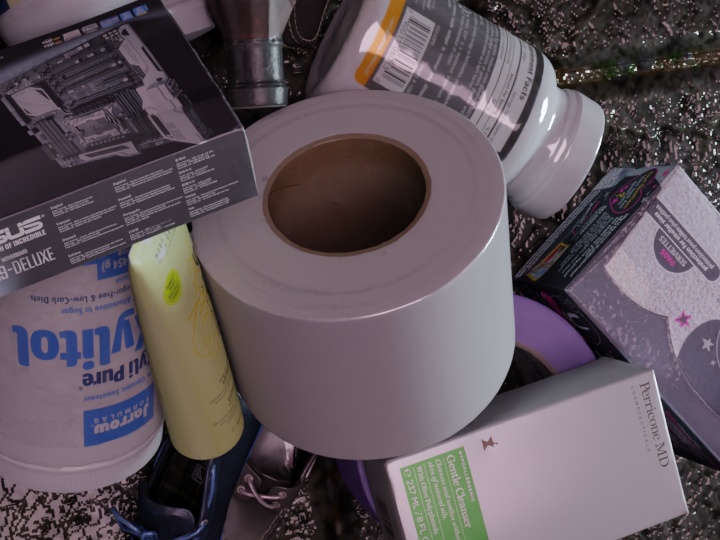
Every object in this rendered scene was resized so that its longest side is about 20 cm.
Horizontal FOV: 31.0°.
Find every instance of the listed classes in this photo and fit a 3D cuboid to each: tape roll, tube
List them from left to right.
[{"bbox_3d":[-0.109,0.036,0.782,0.051,0.058,0.202,-28,138,-20],"label":"tube"},{"bbox_3d":[0.000,0.000,0.842,0.200,0.204,0.140,-23,138,-12],"label":"tape roll"},{"bbox_3d":[0.081,0.114,0.963,0.196,0.085,0.204,-1,95,-15],"label":"tape roll"}]

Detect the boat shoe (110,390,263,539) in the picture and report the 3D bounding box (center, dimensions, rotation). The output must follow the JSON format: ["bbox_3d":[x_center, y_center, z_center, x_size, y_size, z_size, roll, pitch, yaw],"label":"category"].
[{"bbox_3d":[-0.134,0.160,0.905,0.083,0.068,0.203,16,89,28],"label":"boat shoe"}]

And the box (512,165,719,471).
[{"bbox_3d":[0.239,0.035,0.984,0.132,0.115,0.200,-45,103,-8],"label":"box"}]

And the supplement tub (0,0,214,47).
[{"bbox_3d":[-0.188,-0.228,0.839,0.143,0.145,0.203,-25,99,-12],"label":"supplement tub"}]

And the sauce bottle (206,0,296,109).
[{"bbox_3d":[-0.070,-0.205,0.822,0.065,0.066,0.204,-6,97,-14],"label":"sauce bottle"}]

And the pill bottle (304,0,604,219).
[{"bbox_3d":[0.068,-0.124,0.929,0.198,0.116,0.118,27,87,-16],"label":"pill bottle"}]

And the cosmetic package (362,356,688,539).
[{"bbox_3d":[0.110,0.141,0.886,0.197,0.085,0.109,-18,96,-12],"label":"cosmetic package"}]

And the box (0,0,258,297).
[{"bbox_3d":[-0.175,-0.066,0.716,0.197,0.158,0.050,-22,134,-12],"label":"box"}]

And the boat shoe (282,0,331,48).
[{"bbox_3d":[-0.020,-0.248,0.868,0.065,0.071,0.204,15,99,26],"label":"boat shoe"}]

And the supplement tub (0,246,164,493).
[{"bbox_3d":[-0.187,0.023,0.826,0.130,0.132,0.203,-4,121,-14],"label":"supplement tub"}]

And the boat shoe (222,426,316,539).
[{"bbox_3d":[-0.059,0.119,0.939,0.066,0.057,0.203,24,87,-15],"label":"boat shoe"}]
